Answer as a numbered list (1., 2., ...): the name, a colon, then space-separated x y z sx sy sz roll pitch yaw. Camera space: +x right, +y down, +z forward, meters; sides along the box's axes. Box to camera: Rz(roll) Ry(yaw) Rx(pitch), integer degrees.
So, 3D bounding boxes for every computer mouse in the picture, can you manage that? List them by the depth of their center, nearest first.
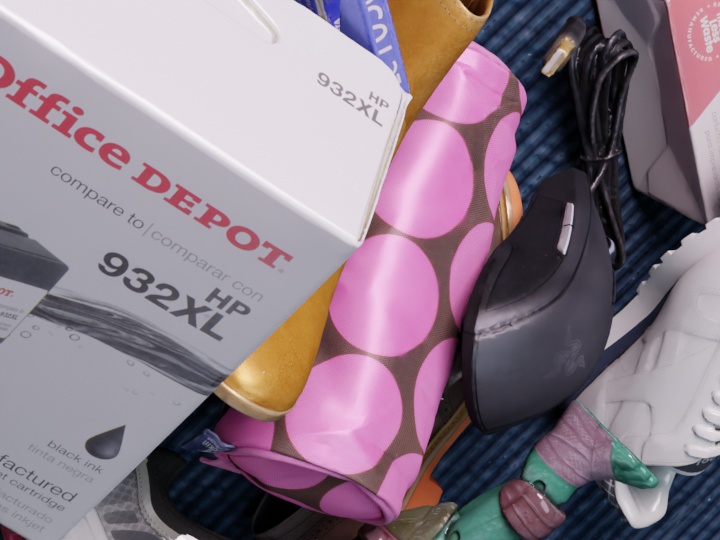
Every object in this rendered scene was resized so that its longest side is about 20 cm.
1. computer mouse: 0.091 -0.025 1.026 0.200 0.046 0.141 -50 141 -57

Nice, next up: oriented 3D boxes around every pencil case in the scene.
1. pencil case: 0.000 0.000 1.009 0.091 0.094 0.200 31 73 -34

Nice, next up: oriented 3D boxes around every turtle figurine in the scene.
1. turtle figurine: 0.037 0.142 1.019 0.101 0.150 0.200 44 90 -11

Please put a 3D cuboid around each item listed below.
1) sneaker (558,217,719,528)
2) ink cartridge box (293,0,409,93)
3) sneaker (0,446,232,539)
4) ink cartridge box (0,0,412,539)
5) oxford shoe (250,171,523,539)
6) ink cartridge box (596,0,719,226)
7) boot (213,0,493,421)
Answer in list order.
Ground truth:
1. sneaker: 0.160 0.038 1.076 0.076 0.081 0.200 -3 150 -29
2. ink cartridge box: -0.051 -0.132 0.833 0.076 0.200 0.137 -22 130 -6
3. sneaker: -0.073 0.158 1.021 0.087 0.074 0.200 -23 78 -30
4. ink cartridge box: -0.102 -0.017 0.788 0.145 0.084 0.200 33 131 -15
5. oxford shoe: 0.013 0.042 1.066 0.073 0.071 0.200 16 99 -27
6. ink cartridge box: 0.215 -0.115 1.119 0.200 0.067 0.117 -25 118 -20
7. boot: -0.008 -0.052 0.925 0.071 0.201 0.144 32 125 -30
